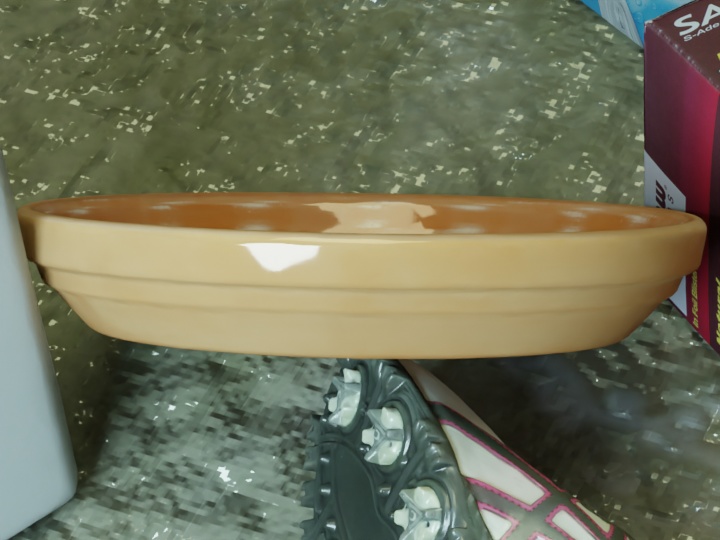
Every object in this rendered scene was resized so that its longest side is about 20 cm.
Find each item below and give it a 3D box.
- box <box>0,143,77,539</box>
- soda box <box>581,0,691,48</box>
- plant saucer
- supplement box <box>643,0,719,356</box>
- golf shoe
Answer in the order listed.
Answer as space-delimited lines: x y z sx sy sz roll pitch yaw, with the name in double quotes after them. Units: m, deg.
-0.213 0.002 0.814 0.200 0.199 0.171 -32 50 -23 "box"
0.154 -0.082 0.968 0.068 0.064 0.200 -29 49 -23 "soda box"
0.000 0.000 0.850 0.200 0.038 0.200 1 5 0 "plant saucer"
0.158 0.011 0.840 0.061 0.109 0.200 -23 46 -18 "supplement box"
0.047 0.094 0.805 0.088 0.077 0.200 3 34 -32 "golf shoe"
